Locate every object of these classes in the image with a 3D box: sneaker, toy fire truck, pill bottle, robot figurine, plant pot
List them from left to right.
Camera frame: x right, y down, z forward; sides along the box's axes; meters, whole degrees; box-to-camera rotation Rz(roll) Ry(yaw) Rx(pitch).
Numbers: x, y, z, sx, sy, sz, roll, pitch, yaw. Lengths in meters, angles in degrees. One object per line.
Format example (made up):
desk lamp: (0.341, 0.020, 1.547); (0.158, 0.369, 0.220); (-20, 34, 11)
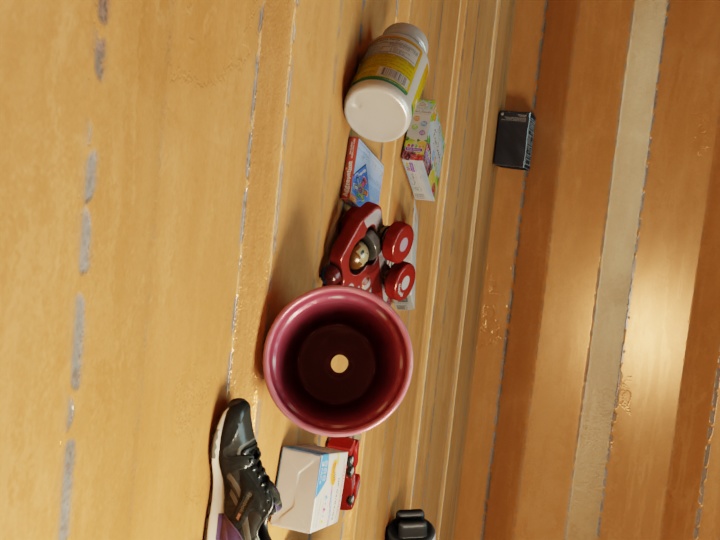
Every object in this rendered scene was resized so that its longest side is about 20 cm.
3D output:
sneaker: (-0.132, 0.255, 1.137); (0.076, 0.086, 0.203); (-27, 123, -72)
plant pot: (-0.033, 0.128, 1.300); (0.179, 0.197, 0.203); (109, -9, -82)
toy fire truck: (-0.020, 0.312, 1.684); (0.141, 0.048, 0.202); (-61, 155, -56)
toy fire truck: (0.000, 0.000, 1.522); (0.168, 0.111, 0.202); (-46, 144, -36)
pill bottle: (0.049, -0.311, 1.515); (0.114, 0.111, 0.201); (82, 21, -47)
robot figurine: (0.118, 0.679, 2.275); (0.150, 0.124, 0.202); (-31, 129, -50)

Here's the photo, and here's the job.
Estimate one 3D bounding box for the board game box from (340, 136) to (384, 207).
board game box: (0.006, -0.154, 1.609); (0.200, 0.019, 0.104); (29, 68, -75)

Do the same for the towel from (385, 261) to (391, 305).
towel: (0.039, 0.044, 1.842); (0.145, 0.022, 0.202); (-69, 162, -50)

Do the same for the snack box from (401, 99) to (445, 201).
snack box: (0.138, -0.255, 2.009); (0.200, 0.052, 0.144); (61, 37, -67)

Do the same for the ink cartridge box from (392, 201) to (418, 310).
ink cartridge box: (0.092, -0.030, 1.946); (0.163, 0.056, 0.203); (66, 22, -76)

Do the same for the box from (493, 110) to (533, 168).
box: (0.568, -0.477, 3.446); (0.200, 0.122, 0.201); (-8, 104, -73)

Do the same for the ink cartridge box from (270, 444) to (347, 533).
ink cartridge box: (-0.071, 0.334, 1.456); (0.200, 0.067, 0.117); (34, 65, -75)
